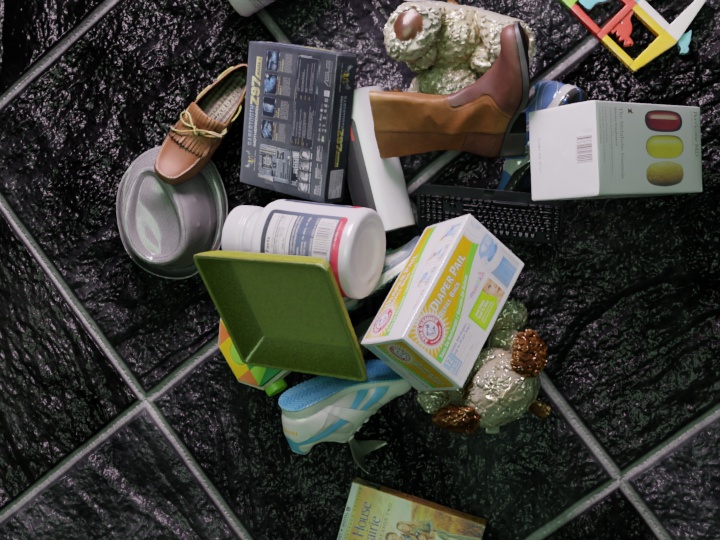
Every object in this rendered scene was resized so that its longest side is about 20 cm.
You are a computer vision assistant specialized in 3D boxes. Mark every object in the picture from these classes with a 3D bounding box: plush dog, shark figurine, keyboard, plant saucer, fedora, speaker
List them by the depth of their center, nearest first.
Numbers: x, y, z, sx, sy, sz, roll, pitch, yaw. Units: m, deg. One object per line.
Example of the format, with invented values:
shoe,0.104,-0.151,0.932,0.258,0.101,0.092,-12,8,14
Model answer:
plant saucer,-0.093,0.047,1.177,0.199,0.048,0.201,5,133,28
plush dog,0.180,0.152,1.191,0.160,0.172,0.200,42,99,7
plush dog,0.117,-0.266,1.220,0.199,0.161,0.172,6,113,-7
keyboard,0.171,-0.059,1.228,0.199,0.040,0.104,7,130,18
speaker,0.016,-0.151,1.263,0.081,0.081,0.201,-13,91,11
shark figurine,-0.027,0.169,1.285,0.128,0.089,0.216,4,92,12
fedora,-0.286,-0.086,1.316,0.176,0.090,0.201,-2,93,11

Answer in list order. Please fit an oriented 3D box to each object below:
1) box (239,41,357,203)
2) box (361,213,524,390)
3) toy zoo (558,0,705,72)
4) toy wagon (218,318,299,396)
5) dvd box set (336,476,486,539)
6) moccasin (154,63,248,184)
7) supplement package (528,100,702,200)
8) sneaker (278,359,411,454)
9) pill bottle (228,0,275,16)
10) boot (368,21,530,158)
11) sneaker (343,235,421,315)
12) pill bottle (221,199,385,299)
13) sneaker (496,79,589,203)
box,-0.088,-0.205,1.248,0.157,0.051,0.201,16,108,32
box,0.107,0.043,1.182,0.112,0.101,0.200,39,65,-20
toy zoo,0.363,-0.360,1.215,0.131,0.020,0.200,-44,84,10
toy wagon,-0.122,0.078,1.288,0.200,0.040,0.155,-40,76,30
dvd box set,0.066,0.397,1.306,0.199,0.029,0.147,17,96,9
moccasin,-0.215,-0.205,1.271,0.074,0.078,0.201,42,77,3
supplement package,0.321,-0.147,1.137,0.199,0.109,0.114,-5,94,-34
sneaker,-0.016,0.178,1.219,0.199,0.076,0.081,-17,115,-27
pill bottle,-0.104,-0.447,1.251,0.199,0.114,0.115,-27,88,11
boot,0.111,-0.224,1.147,0.199,0.189,0.069,2,50,7
sneaker,0.000,0.000,1.276,0.200,0.078,0.087,-33,83,10
pill bottle,-0.078,-0.033,1.216,0.199,0.119,0.120,8,95,25
sneaker,0.233,-0.163,1.234,0.077,0.076,0.201,45,113,44
